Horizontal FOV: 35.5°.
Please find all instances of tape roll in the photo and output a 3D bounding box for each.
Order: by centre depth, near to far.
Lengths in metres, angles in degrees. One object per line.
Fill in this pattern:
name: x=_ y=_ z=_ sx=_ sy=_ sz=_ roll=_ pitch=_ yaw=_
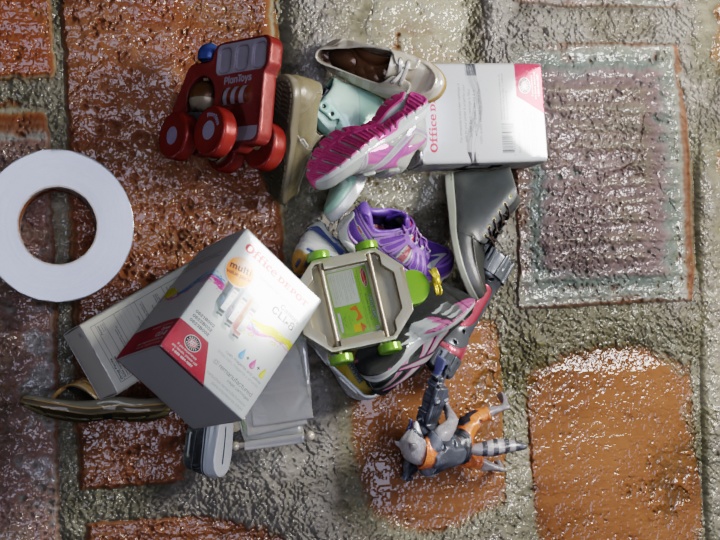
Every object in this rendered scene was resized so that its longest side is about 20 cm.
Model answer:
tape roll: x=-0.405 y=-0.058 z=1.507 sx=0.198 sy=0.066 sz=0.203 roll=1 pitch=87 yaw=-15

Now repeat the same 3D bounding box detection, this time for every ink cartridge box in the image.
ink cartridge box: x=-0.179 y=0.075 z=1.436 sx=0.145 sy=0.144 sz=0.201 roll=44 pitch=58 yaw=-18
ink cartridge box: x=0.166 y=-0.225 z=1.658 sx=0.197 sy=0.083 sz=0.147 roll=-2 pitch=88 yaw=-14

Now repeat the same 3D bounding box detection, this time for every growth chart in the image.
growth chart: x=-0.127 y=0.152 z=1.569 sx=0.143 sy=0.018 sz=0.203 roll=-1 pitch=89 yaw=16

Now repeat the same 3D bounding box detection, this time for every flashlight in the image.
flashlight: x=0.155 y=0.058 z=1.653 sx=0.068 sy=0.068 sz=0.201 roll=33 pitch=81 yaw=-16

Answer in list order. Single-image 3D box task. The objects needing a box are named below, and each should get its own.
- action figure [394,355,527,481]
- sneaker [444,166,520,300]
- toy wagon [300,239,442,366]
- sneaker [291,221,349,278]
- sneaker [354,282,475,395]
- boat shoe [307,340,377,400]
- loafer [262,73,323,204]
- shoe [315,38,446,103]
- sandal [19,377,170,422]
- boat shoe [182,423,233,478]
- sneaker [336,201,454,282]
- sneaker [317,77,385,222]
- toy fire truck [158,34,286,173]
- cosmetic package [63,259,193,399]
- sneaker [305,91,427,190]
action figure: x=0.138 y=0.225 z=1.602 sx=0.191 sy=0.104 sz=0.202 roll=-7 pitch=118 yaw=-32
sneaker: x=0.184 y=-0.060 z=1.621 sx=0.105 sy=0.075 sz=0.202 roll=-11 pitch=69 yaw=11
toy wagon: x=0.013 y=0.039 z=1.521 sx=0.197 sy=0.040 sz=0.157 roll=-12 pitch=78 yaw=-7
sneaker: x=0.000 y=0.000 z=1.607 sx=0.199 sy=0.075 sz=0.089 roll=33 pitch=50 yaw=-18
sneaker: x=0.075 y=0.098 z=1.579 sx=0.199 sy=0.087 sz=0.080 roll=-34 pitch=54 yaw=-16
boat shoe: x=-0.037 y=0.101 z=1.589 sx=0.074 sy=0.086 sz=0.203 roll=-34 pitch=97 yaw=-14
loafer: x=-0.089 y=-0.179 z=1.553 sx=0.067 sy=0.202 sz=0.076 roll=-13 pitch=47 yaw=-28
shoe: x=0.026 y=-0.281 z=1.589 sx=0.198 sy=0.053 sz=0.071 roll=19 pitch=99 yaw=21
sandal: x=-0.355 y=0.172 z=1.510 sx=0.197 sy=0.080 sz=0.055 roll=2 pitch=72 yaw=-16
boat shoe: x=-0.211 y=0.181 z=1.545 sx=0.070 sy=0.072 sz=0.203 roll=6 pitch=84 yaw=19
sneaker: x=0.062 y=-0.040 z=1.596 sx=0.198 sy=0.084 sz=0.081 roll=19 pitch=38 yaw=-34
sneaker: x=-0.042 y=-0.175 z=1.604 sx=0.117 sy=0.074 sz=0.202 roll=26 pitch=72 yaw=-19
toy fire truck: x=-0.183 y=-0.225 z=1.516 sx=0.111 sy=0.199 sz=0.170 roll=10 pitch=84 yaw=-45
cosmetic package: x=-0.280 y=0.076 z=1.500 sx=0.199 sy=0.073 sz=0.104 roll=-31 pitch=96 yaw=-34
sneaker: x=0.019 y=-0.159 z=1.542 sx=0.199 sy=0.081 sz=0.089 roll=-31 pitch=126 yaw=-12
